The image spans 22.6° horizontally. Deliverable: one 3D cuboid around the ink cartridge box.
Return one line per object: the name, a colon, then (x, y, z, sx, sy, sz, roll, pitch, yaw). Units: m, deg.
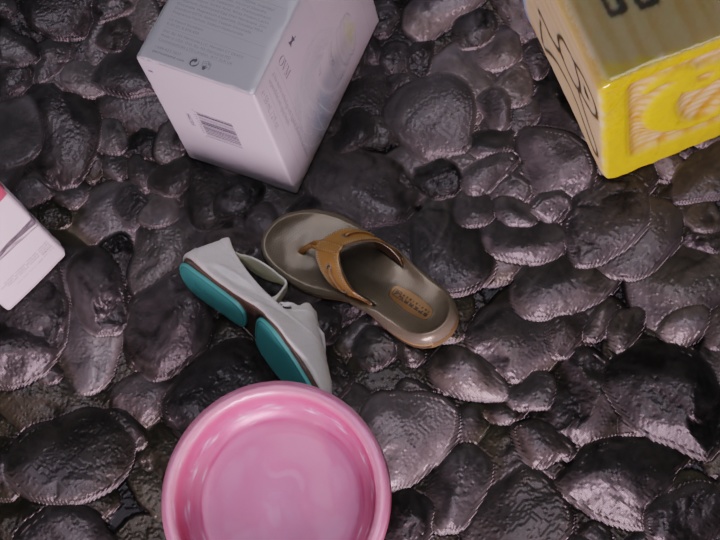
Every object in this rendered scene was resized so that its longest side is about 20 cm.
ink cartridge box: (-0.368, -0.065, 1.622, 0.146, 0.200, 0.085, 42, 85, 21)

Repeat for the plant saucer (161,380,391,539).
plant saucer: (-0.069, 0.198, 1.543, 0.199, 0.051, 0.202, -3, 74, 10)

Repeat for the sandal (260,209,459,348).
sandal: (0.000, 0.000, 1.617, 0.199, 0.054, 0.081, 30, 76, 19)

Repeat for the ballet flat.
ballet flat: (-0.079, 0.038, 1.614, 0.069, 0.070, 0.200, -43, 67, -9)

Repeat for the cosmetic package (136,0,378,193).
cosmetic package: (-0.085, -0.212, 1.637, 0.122, 0.200, 0.201, 19, 73, 16)

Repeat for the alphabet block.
alphabet block: (0.263, -0.233, 1.596, 0.195, 0.196, 0.201, -22, 67, 1)
